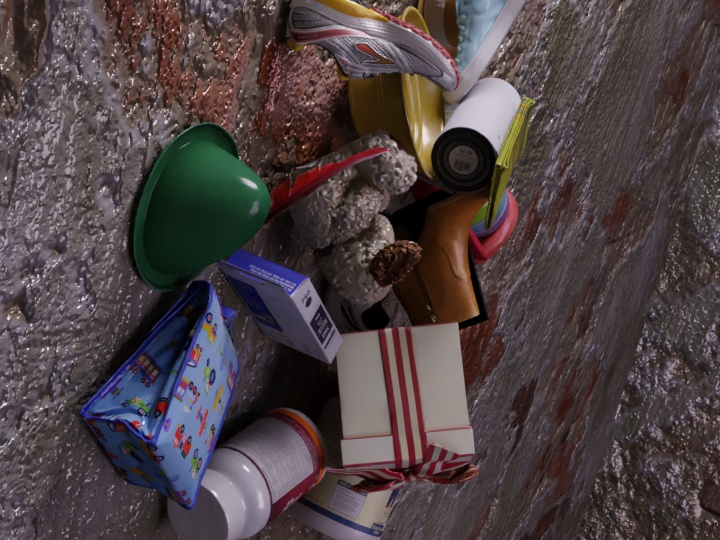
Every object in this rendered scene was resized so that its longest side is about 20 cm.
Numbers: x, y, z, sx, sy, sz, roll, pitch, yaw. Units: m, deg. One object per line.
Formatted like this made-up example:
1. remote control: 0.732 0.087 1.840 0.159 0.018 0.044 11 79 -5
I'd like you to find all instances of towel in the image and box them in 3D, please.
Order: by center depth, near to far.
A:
1. towel: 0.177 -0.128 1.412 0.201 0.018 0.087 -61 160 -56

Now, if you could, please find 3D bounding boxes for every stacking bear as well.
1. stacking bear: 0.138 -0.117 1.690 0.113 0.122 0.200 -36 142 8

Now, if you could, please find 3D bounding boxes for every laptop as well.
1. laptop: 0.113 -0.002 1.599 0.200 0.102 0.180 22 54 -76

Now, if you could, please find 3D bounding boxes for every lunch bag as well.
1. lunch bag: -0.181 0.118 1.249 0.201 0.093 0.151 -60 156 -28

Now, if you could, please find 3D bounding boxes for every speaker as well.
1. speaker: 0.145 -0.168 1.455 0.200 0.080 0.082 -59 159 -60

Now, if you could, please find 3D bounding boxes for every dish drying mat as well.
1. dish drying mat: 0.106 -0.084 1.622 0.018 0.076 0.201 -51 133 -17

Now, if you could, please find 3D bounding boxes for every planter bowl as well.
1. planter bowl: 0.037 -0.201 1.407 0.200 0.082 0.204 -7 90 -74

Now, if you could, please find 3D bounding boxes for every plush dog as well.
1. plush dog: -0.015 -0.044 1.350 0.159 0.200 0.174 -26 94 -22

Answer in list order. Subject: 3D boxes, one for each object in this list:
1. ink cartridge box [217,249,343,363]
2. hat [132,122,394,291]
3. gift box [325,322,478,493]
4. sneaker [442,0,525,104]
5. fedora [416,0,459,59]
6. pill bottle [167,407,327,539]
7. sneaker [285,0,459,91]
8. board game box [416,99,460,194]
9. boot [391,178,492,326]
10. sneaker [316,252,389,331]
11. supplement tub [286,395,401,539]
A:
1. ink cartridge box: -0.090 0.034 1.351 0.039 0.098 0.201 -59 155 -18
2. hat: -0.101 -0.047 1.170 0.165 0.174 0.203 -10 119 -61
3. gift box: 0.046 0.175 1.487 0.200 0.182 0.190 58 25 -76
4. sneaker: 0.141 -0.304 1.464 0.201 0.081 0.074 -59 178 12
5. fedora: 0.143 -0.343 1.546 0.201 0.081 0.203 -45 147 -40
6. pill bottle: -0.132 0.248 1.420 0.199 0.109 0.111 -30 135 -54
7. sneaker: 0.013 -0.234 1.273 0.078 0.198 0.083 -95 -152 -76
8. board game box: 0.113 -0.168 1.561 0.199 0.133 0.035 -31 142 -52
9. boot: 0.118 -0.013 1.476 0.071 0.200 0.145 -24 86 -53
10. sneaker: 0.000 0.000 1.523 0.076 0.087 0.202 -48 147 -32
11. supplement tub: -0.006 0.261 1.646 0.202 0.144 0.145 -66 155 -4
